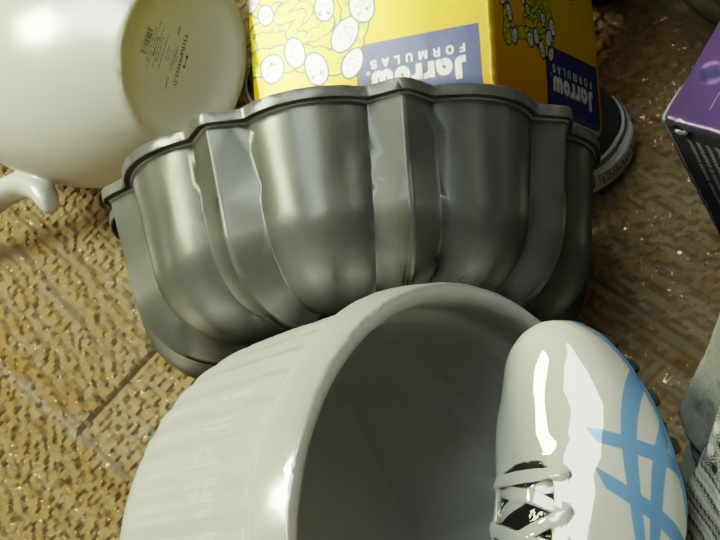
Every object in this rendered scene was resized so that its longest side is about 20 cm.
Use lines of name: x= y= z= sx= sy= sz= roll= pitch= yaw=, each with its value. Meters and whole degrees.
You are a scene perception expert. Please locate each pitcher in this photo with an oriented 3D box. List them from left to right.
pitcher: x=-0.155 y=-0.077 z=1.238 sx=0.199 sy=0.121 sz=0.173 roll=5 pitch=80 yaw=42

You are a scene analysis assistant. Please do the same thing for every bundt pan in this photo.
bundt pan: x=0.000 y=0.000 z=1.045 sx=0.201 sy=0.202 sz=0.076 roll=-13 pitch=69 yaw=19

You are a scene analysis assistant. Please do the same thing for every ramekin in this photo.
ramekin: x=0.004 y=0.109 z=0.957 sx=0.105 sy=0.200 sz=0.201 roll=-10 pitch=52 yaw=40

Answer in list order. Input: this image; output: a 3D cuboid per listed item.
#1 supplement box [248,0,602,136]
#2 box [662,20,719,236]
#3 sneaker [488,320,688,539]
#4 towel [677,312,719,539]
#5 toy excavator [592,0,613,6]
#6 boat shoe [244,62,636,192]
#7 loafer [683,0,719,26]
supplement box: x=0.022 y=-0.151 z=1.077 sx=0.108 sy=0.109 sz=0.201 roll=-9 pitch=79 yaw=27
box: x=0.242 y=-0.063 z=1.013 sx=0.199 sy=0.104 sz=0.148 roll=17 pitch=66 yaw=36
sneaker: x=0.066 y=0.112 z=0.895 sx=0.072 sy=0.072 sz=0.201 roll=-13 pitch=70 yaw=41
towel: x=0.146 y=0.074 z=0.838 sx=0.034 sy=0.193 sz=0.201 roll=0 pitch=41 yaw=-15
toy excavator: x=0.150 y=-0.211 z=1.183 sx=0.200 sy=0.100 sz=0.194 roll=-40 pitch=49 yaw=-16
boat shoe: x=0.024 y=-0.080 z=1.164 sx=0.199 sy=0.066 sz=0.070 roll=17 pitch=66 yaw=35
loafer: x=0.142 y=-0.168 z=1.078 sx=0.067 sy=0.200 sz=0.076 roll=-19 pitch=40 yaw=42
